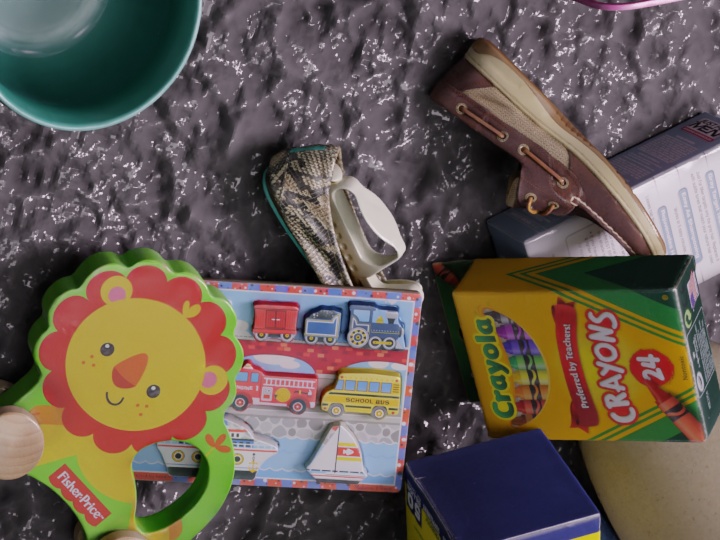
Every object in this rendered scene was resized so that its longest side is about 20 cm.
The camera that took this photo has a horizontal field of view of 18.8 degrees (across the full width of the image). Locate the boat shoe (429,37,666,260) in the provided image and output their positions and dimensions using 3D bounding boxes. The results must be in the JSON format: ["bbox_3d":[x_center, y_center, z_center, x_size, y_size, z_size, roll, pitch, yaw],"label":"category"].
[{"bbox_3d":[0.130,-0.070,1.532,0.072,0.072,0.200,-43,93,5],"label":"boat shoe"}]

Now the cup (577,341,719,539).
[{"bbox_3d":[0.246,0.131,1.636,0.143,0.200,0.201,40,87,-6],"label":"cup"}]

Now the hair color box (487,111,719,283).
[{"bbox_3d":[0.202,-0.028,1.616,0.199,0.061,0.100,-26,117,-16],"label":"hair color box"}]

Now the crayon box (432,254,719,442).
[{"bbox_3d":[0.146,0.056,1.544,0.051,0.199,0.128,-53,134,-50],"label":"crayon box"}]

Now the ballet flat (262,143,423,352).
[{"bbox_3d":[0.000,0.000,1.510,0.075,0.068,0.201,-12,118,23],"label":"ballet flat"}]

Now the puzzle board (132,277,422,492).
[{"bbox_3d":[-0.063,0.081,1.499,0.199,0.017,0.152,4,109,-5],"label":"puzzle board"}]

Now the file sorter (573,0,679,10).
[{"bbox_3d":[0.191,-0.288,1.483,0.138,0.125,0.201,-13,112,-23],"label":"file sorter"}]

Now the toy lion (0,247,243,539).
[{"bbox_3d":[-0.153,0.092,1.456,0.191,0.069,0.200,-39,116,-2],"label":"toy lion"}]

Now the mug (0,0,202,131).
[{"bbox_3d":[-0.181,-0.188,1.335,0.151,0.114,0.186,15,99,-29],"label":"mug"}]

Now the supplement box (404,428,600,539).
[{"bbox_3d":[0.101,0.233,1.555,0.109,0.109,0.201,-13,123,-15],"label":"supplement box"}]

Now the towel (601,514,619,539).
[{"bbox_3d":[0.147,0.229,1.665,0.111,0.049,0.200,-32,121,11],"label":"towel"}]
